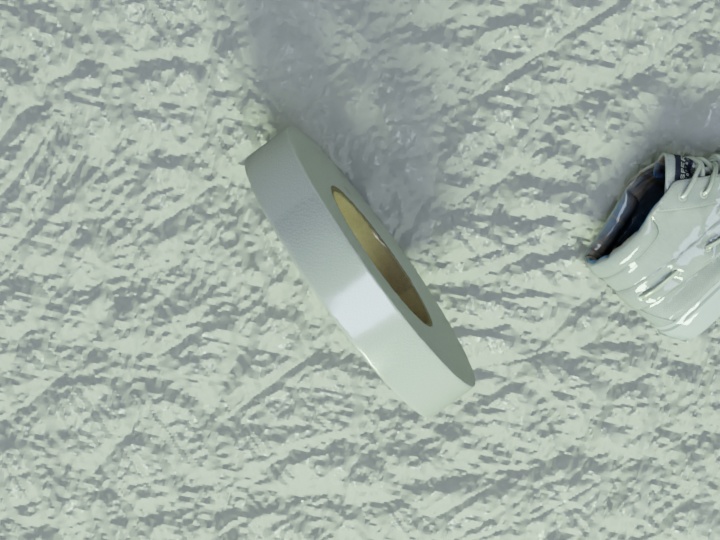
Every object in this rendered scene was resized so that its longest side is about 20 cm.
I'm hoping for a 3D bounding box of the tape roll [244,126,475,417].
[{"bbox_3d":[0.000,0.000,1.555,0.037,0.203,0.203,-36,109,7],"label":"tape roll"}]

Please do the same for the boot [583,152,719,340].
[{"bbox_3d":[0.236,-0.050,1.624,0.095,0.074,0.200,35,104,-23],"label":"boot"}]
